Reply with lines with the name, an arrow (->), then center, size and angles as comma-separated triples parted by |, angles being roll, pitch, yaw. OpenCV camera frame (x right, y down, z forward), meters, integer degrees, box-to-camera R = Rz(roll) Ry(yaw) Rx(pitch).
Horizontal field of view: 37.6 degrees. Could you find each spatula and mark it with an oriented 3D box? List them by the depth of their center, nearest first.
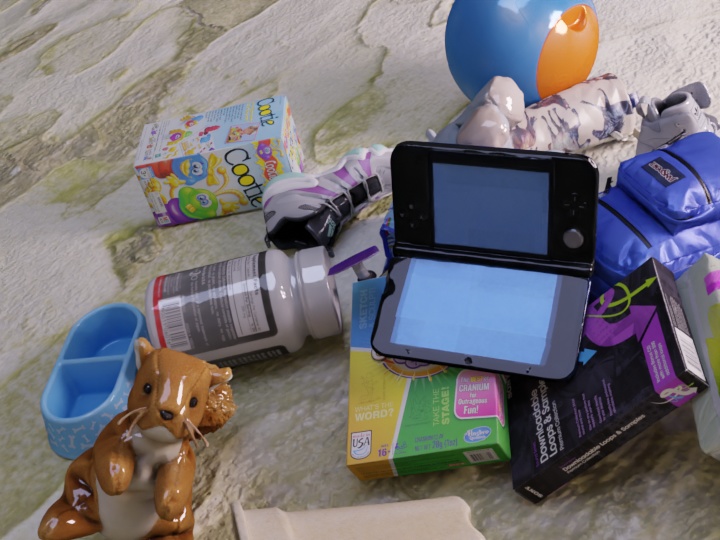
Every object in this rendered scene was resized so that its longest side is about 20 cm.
spatula -> 0.000, 0.000, 1.099 | 0.056, 0.200, 0.021 | -26, 80, 2

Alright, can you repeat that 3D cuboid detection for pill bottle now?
pill bottle -> -0.124, 0.042, 1.153 | 0.197, 0.115, 0.115 | -13, 39, 4

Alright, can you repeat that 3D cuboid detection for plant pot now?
plant pot -> 0.007, 0.260, 0.812 | 0.180, 0.203, 0.201 | -10, 38, -11

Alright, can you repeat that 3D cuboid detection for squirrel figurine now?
squirrel figurine -> -0.190, 0.146, 0.988 | 0.139, 0.189, 0.200 | 18, 21, -3

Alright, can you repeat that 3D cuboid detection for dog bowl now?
dog bowl -> -0.289, 0.115, 1.177 | 0.110, 0.050, 0.202 | -6, 41, 13

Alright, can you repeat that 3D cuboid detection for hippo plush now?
hippo plush -> 0.140, -0.080, 1.104 | 0.160, 0.160, 0.200 | -58, 11, -27

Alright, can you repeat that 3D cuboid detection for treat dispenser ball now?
treat dispenser ball -> 0.206, -0.298, 1.361 | 0.197, 0.203, 0.202 | -10, 39, 8

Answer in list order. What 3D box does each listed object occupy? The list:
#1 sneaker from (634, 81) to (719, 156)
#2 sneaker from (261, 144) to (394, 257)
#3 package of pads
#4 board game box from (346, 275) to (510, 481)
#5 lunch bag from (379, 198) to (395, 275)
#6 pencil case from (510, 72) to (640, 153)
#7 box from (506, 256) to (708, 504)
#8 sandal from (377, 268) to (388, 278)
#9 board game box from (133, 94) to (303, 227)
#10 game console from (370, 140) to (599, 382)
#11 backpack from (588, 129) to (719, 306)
sneaker -> 0.397, -0.139, 1.178 | 0.197, 0.116, 0.075 | 11, 46, 29
sneaker -> -0.027, -0.071, 1.288 | 0.197, 0.078, 0.141 | -19, 40, 13
package of pads -> 0.349, 0.098, 0.902 | 0.153, 0.068, 0.202 | 27, 38, -17
board game box -> 0.064, 0.092, 1.022 | 0.151, 0.040, 0.203 | -12, 55, 20
lunch bag -> 0.134, -0.042, 1.198 | 0.197, 0.095, 0.152 | 11, 44, 12
pencil case -> 0.243, -0.169, 1.297 | 0.198, 0.078, 0.090 | -24, 63, -8
box -> 0.207, 0.098, 0.945 | 0.200, 0.036, 0.144 | -45, 27, 31
sandal -> 0.066, 0.071, 1.100 | 0.079, 0.057, 0.202 | -35, 50, 3
board game box -> -0.183, -0.143, 1.397 | 0.197, 0.104, 0.106 | -10, 39, 8
game console -> 0.110, -0.012, 0.970 | 0.197, 0.173, 0.119 | 6, 32, 18
backpack -> 0.301, -0.033, 1.049 | 0.197, 0.170, 0.163 | -22, 33, -10
